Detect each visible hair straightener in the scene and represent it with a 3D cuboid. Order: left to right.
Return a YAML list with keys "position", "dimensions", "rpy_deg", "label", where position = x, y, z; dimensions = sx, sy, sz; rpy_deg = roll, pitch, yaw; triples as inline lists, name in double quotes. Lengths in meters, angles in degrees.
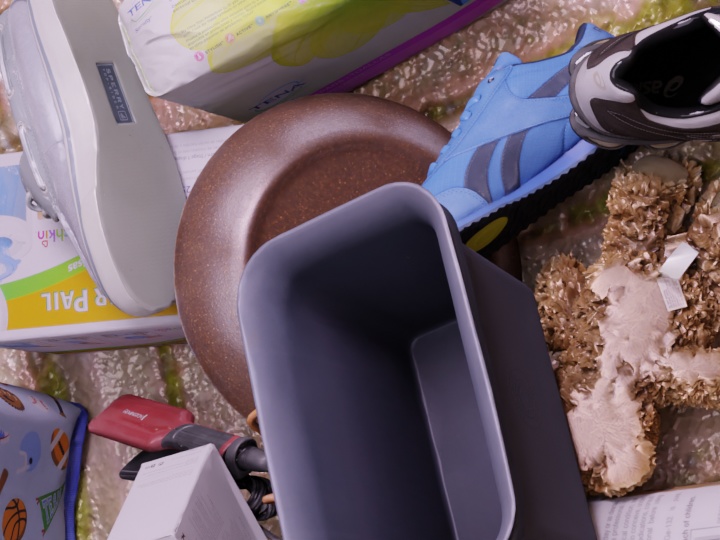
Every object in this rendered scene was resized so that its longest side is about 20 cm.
- position: [-0.077, 0.113, 1.475]
  dimensions: [0.200, 0.041, 0.077]
  rpy_deg: [2, 127, 53]
  label: "hair straightener"

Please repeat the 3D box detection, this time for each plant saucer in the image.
- position: [0.000, 0.000, 1.424]
  dimensions: [0.200, 0.037, 0.201]
  rpy_deg: [3, 82, -18]
  label: "plant saucer"

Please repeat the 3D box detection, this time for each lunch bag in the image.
- position: [-0.286, 0.108, 1.541]
  dimensions: [0.200, 0.170, 0.124]
  rpy_deg: [3, 84, 26]
  label: "lunch bag"

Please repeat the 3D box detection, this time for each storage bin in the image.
- position: [0.031, 0.081, 1.315]
  dimensions: [0.145, 0.134, 0.200]
  rpy_deg: [-25, 64, 25]
  label: "storage bin"

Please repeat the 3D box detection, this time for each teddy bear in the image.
- position: [0.154, 0.030, 1.400]
  dimensions: [0.145, 0.067, 0.200]
  rpy_deg: [3, 71, 15]
  label: "teddy bear"

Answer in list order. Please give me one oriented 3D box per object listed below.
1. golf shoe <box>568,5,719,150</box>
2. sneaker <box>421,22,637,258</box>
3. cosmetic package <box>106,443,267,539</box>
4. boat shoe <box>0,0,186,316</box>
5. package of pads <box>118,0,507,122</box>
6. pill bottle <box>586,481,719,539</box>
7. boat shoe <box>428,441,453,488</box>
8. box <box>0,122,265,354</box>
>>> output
- position: [0.207, -0.100, 1.349]
  dimensions: [0.200, 0.094, 0.078]
  rpy_deg: [-12, 87, -5]
  label: "golf shoe"
- position: [0.071, -0.062, 1.411]
  dimensions: [0.200, 0.066, 0.078]
  rpy_deg: [-36, 75, -20]
  label: "sneaker"
- position: [-0.066, 0.199, 1.422]
  dimensions: [0.051, 0.083, 0.200]
  rpy_deg: [-17, 116, 21]
  label: "cosmetic package"
- position: [-0.151, -0.063, 1.447]
  dimensions: [0.071, 0.070, 0.201]
  rpy_deg: [-27, 73, 38]
  label: "boat shoe"
- position: [-0.016, -0.152, 1.449]
  dimensions: [0.200, 0.154, 0.068]
  rpy_deg: [-29, 74, 20]
  label: "package of pads"
- position: [0.153, 0.170, 1.363]
  dimensions: [0.200, 0.114, 0.115]
  rpy_deg: [-10, 81, 24]
  label: "pill bottle"
- position: [0.009, 0.179, 1.431]
  dimensions: [0.069, 0.071, 0.200]
  rpy_deg: [5, 102, -12]
  label: "boat shoe"
- position: [-0.119, -0.015, 1.513]
  dimensions: [0.200, 0.101, 0.113]
  rpy_deg: [-6, 82, 24]
  label: "box"
